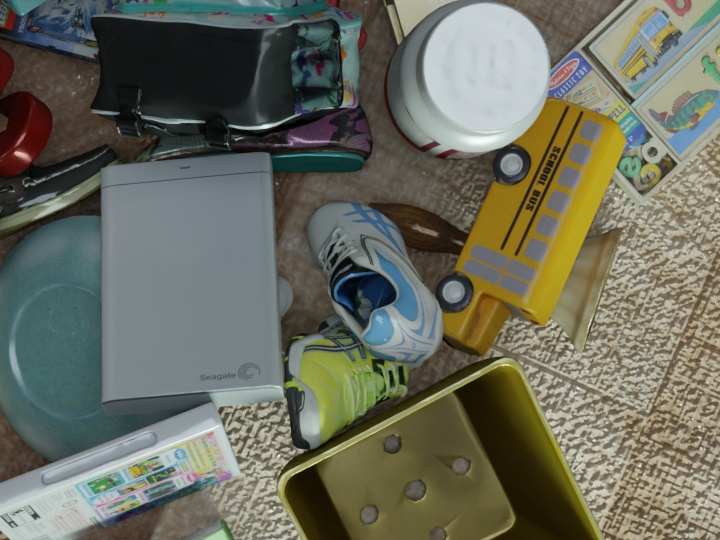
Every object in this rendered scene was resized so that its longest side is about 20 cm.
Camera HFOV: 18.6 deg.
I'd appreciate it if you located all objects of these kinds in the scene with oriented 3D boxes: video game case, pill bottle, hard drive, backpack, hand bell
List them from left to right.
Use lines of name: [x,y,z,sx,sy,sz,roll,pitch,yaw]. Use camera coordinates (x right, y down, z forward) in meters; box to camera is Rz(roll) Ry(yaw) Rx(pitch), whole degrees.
video game case: [-0.183,0.159,1.653,0.181,0.200,0.024,-21,75,-5]
hard drive: [-0.127,0.007,1.631,0.131,0.027,0.201,-5,61,1]
backpack: [-0.091,-0.168,1.626,0.176,0.200,0.152,6,95,23]
pill bottle: [0.078,-0.139,1.600,0.109,0.200,0.110,0,90,-5]
hand bell: [0.098,-0.016,1.745,0.199,0.104,0.105,19,88,7]

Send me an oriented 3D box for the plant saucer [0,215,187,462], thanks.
plant saucer: [-0.215,0.060,1.685,0.200,0.039,0.203,2,96,24]

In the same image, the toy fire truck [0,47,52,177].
toy fire truck: [-0.340,-0.093,1.658,0.112,0.167,0.201,37,76,-39]

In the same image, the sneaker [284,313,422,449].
sneaker: [-0.006,0.077,1.663,0.076,0.200,0.076,0,109,15]

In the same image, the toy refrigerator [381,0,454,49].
toy refrigerator: [0.050,-0.210,1.736,0.069,0.076,0.201,-15,92,-5]

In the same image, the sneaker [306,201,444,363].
sneaker: [0.000,0.000,1.676,0.072,0.200,0.072,24,107,-34]

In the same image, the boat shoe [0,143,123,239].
boat shoe: [-0.283,-0.059,1.709,0.200,0.072,0.066,-25,97,0]

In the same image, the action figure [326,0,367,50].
action figure: [-0.061,-0.253,1.732,0.052,0.065,0.200,-36,91,5]

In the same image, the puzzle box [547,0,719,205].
puzzle box: [0.253,-0.168,1.779,0.200,0.025,0.133,-44,92,-4]

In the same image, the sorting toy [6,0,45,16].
sorting toy: [-0.279,-0.261,1.663,0.179,0.107,0.201,-16,55,33]

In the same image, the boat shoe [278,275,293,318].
boat shoe: [-0.136,0.051,1.720,0.201,0.086,0.075,-29,84,25]

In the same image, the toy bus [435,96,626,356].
toy bus: [0.126,-0.029,1.674,0.078,0.065,0.201,22,82,19]

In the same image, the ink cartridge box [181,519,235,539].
ink cartridge box: [-0.111,0.312,1.722,0.117,0.067,0.201,-28,92,-5]

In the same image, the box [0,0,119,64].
box: [-0.205,-0.264,1.706,0.136,0.040,0.201,16,88,22]

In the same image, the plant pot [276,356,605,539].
plant pot: [0.056,0.184,1.678,0.199,0.176,0.201,-27,99,-4]

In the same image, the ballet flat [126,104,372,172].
ballet flat: [-0.090,-0.106,1.734,0.198,0.069,0.072,-7,72,-9]
